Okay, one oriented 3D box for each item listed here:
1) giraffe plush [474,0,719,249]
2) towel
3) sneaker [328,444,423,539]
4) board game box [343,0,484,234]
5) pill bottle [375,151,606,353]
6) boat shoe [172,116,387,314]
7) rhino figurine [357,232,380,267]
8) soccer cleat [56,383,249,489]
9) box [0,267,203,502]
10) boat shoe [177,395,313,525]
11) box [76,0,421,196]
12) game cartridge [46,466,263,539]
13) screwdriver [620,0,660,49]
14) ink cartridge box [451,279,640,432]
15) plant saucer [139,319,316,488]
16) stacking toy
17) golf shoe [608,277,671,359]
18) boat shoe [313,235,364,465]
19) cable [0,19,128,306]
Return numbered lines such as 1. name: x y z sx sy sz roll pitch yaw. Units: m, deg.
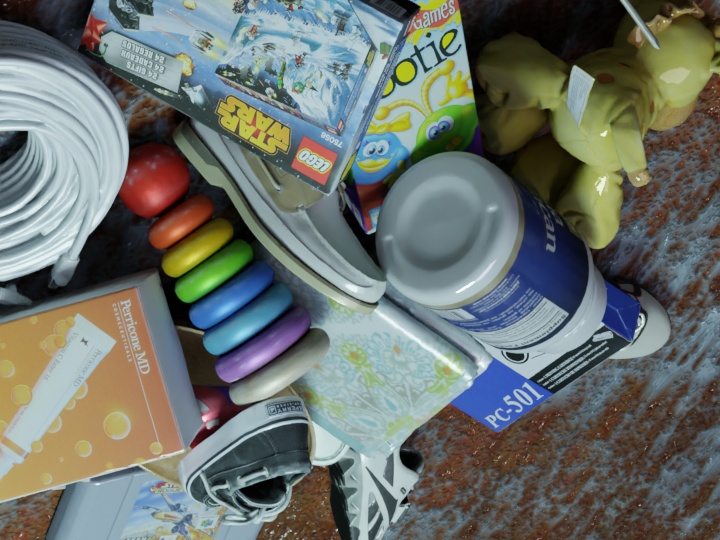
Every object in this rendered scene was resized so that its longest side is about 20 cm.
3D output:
1. giraffe plush: 0.197 -0.140 1.384 0.162 0.173 0.200 -37 175 -23
2. towel: -0.017 0.052 1.414 0.200 0.048 0.171 35 140 -9
3. sneaker: 0.019 0.203 1.677 0.088 0.074 0.201 -16 137 -14
4. board game box: 0.014 -0.143 1.308 0.104 0.103 0.201 -24 139 -8
5. pill bottle: 0.104 -0.004 1.345 0.111 0.111 0.200 -42 146 13
6. boat shoe: -0.047 -0.056 1.289 0.068 0.200 0.075 -48 164 13
7. rhino figurine: 0.000 0.000 1.441 0.200 0.060 0.088 42 90 -19
8. soccer cleat: -0.178 0.111 1.420 0.199 0.077 0.067 -18 160 19
9. box: -0.229 0.088 1.320 0.199 0.097 0.125 -16 96 4
10. boat shoe: -0.082 0.156 1.384 0.073 0.068 0.199 -6 161 -30
11. box: -0.075 -0.156 1.191 0.137 0.199 0.040 -64 172 33
12. game cartridge: -0.166 0.205 1.598 0.199 0.042 0.134 1 134 -32
13. screwdriver: 0.149 -0.232 1.283 0.029 0.028 0.201 -31 105 9
14. ink cartridge box: 0.137 0.062 1.545 0.094 0.044 0.200 31 142 -14
15. plant saucer: -0.125 0.102 1.457 0.199 0.036 0.201 12 136 11
16. stacking toy: -0.107 -0.005 1.328 0.085 0.085 0.201 -33 96 2
17. golf shoe: 0.220 0.049 1.627 0.199 0.088 0.078 18 103 -43
18. boat shoe: -0.020 0.059 1.519 0.075 0.060 0.201 17 104 -14
19. cable: -0.254 -0.077 1.230 0.199 0.069 0.200 18 124 -38
